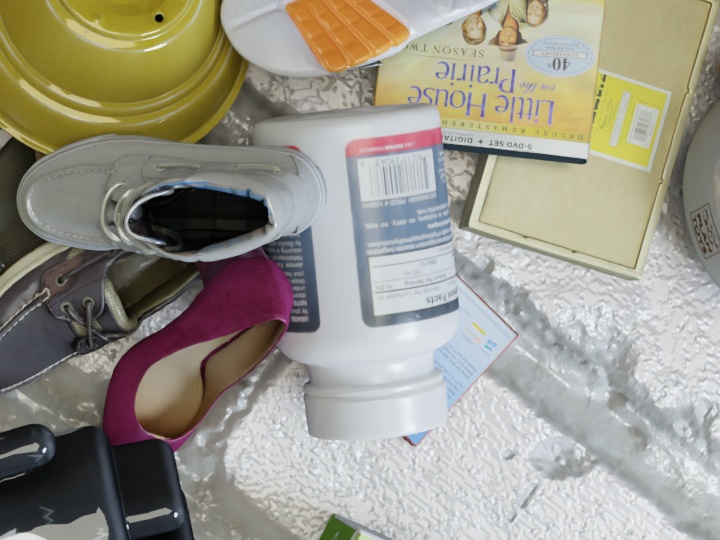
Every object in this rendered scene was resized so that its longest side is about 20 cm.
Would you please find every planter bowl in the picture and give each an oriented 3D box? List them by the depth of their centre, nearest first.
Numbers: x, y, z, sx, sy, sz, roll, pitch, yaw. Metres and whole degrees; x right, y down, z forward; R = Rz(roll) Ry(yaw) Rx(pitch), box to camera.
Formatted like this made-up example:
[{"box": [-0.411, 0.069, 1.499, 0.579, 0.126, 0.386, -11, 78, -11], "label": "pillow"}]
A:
[{"box": [-0.154, -0.172, 1.489, 0.200, 0.083, 0.201, 6, 71, -16], "label": "planter bowl"}]

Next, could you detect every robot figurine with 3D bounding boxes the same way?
[{"box": [-0.204, 0.168, 1.474, 0.200, 0.125, 0.150, -13, 93, -5], "label": "robot figurine"}]

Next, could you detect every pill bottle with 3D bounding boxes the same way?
[{"box": [0.000, 0.000, 1.501, 0.120, 0.120, 0.200, -7, 96, -10], "label": "pill bottle"}]

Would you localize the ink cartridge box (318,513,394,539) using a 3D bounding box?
[{"box": [0.049, 0.221, 1.485, 0.148, 0.200, 0.076, 25, 84, -9], "label": "ink cartridge box"}]

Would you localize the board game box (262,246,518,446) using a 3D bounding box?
[{"box": [-0.002, 0.011, 1.573, 0.200, 0.019, 0.103, 44, 81, -7], "label": "board game box"}]

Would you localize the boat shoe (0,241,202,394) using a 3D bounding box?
[{"box": [-0.163, 0.013, 1.506, 0.200, 0.065, 0.072, -36, 135, -8], "label": "boat shoe"}]

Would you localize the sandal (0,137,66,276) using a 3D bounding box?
[{"box": [-0.169, -0.079, 1.526, 0.082, 0.055, 0.200, 46, 81, -7], "label": "sandal"}]

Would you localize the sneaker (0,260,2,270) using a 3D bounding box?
[{"box": [-0.310, -0.045, 1.457, 0.200, 0.078, 0.090, 19, 84, -8], "label": "sneaker"}]

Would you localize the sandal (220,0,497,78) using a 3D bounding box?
[{"box": [0.008, -0.166, 1.531, 0.207, 0.059, 0.079, -17, 80, -19], "label": "sandal"}]

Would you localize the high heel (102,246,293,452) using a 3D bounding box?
[{"box": [-0.104, 0.071, 1.480, 0.067, 0.096, 0.200, 11, 120, -26], "label": "high heel"}]

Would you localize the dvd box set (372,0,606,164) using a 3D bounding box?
[{"box": [0.088, -0.176, 1.567, 0.146, 0.029, 0.200, 7, 84, 5], "label": "dvd box set"}]

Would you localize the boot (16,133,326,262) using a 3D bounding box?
[{"box": [-0.127, -0.042, 1.421, 0.200, 0.096, 0.074, -4, 99, 18], "label": "boot"}]

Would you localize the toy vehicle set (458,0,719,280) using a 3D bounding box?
[{"box": [0.154, -0.105, 1.600, 0.124, 0.027, 0.200, 18, 85, -9], "label": "toy vehicle set"}]

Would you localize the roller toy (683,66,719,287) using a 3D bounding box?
[{"box": [0.309, -0.055, 1.563, 0.200, 0.140, 0.183, 28, 73, -9], "label": "roller toy"}]
